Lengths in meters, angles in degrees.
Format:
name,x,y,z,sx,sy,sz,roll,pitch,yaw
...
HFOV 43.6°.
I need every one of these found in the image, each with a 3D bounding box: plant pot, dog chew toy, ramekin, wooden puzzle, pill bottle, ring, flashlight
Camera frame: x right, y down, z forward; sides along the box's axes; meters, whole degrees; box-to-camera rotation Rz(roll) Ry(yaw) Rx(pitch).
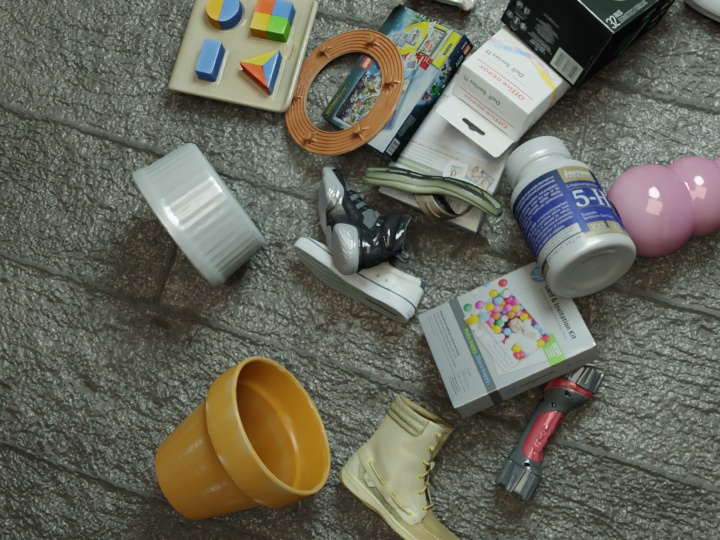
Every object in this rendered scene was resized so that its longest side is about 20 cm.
name,x,y,z,sx,sy,sz,roll,pitch,yaw
plant pot,-0.173,0.247,1.233,0.183,0.200,0.200,-31,79,22
dog chew toy,0.430,-0.095,1.188,0.200,0.125,0.125,-19,81,0
ramekin,-0.222,-0.082,1.265,0.098,0.200,0.201,-37,79,-4
wooden puzzle,-0.179,-0.342,1.344,0.200,0.046,0.186,12,78,12
pill bottle,0.267,-0.076,1.189,0.119,0.120,0.200,-24,56,7
ring,-0.028,-0.260,1.295,0.200,0.019,0.201,-12,65,28
flashlight,0.254,0.213,1.211,0.068,0.068,0.200,27,88,16

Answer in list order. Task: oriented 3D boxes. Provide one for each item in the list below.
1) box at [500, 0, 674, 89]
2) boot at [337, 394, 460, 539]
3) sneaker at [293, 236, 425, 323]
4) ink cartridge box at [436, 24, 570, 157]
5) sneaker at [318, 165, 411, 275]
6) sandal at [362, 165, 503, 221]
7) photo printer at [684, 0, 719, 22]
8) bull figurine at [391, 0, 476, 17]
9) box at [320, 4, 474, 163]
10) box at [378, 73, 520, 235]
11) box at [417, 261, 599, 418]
name,x,y,z,sx,sy,sz,roll,pitch,yaw
box,0.317,-0.369,1.193,0.200,0.124,0.149,-39,79,-24
boot,0.088,0.283,1.231,0.200,0.073,0.156,37,94,17
sneaker,0.000,0.000,1.286,0.200,0.073,0.071,31,68,10
ink cartridge box,0.208,-0.258,1.224,0.117,0.067,0.200,39,63,11
sneaker,0.007,-0.073,1.268,0.114,0.076,0.200,-3,46,-15
sandal,0.099,-0.100,1.233,0.201,0.080,0.057,14,104,18
photo printer,0.544,-0.427,1.223,0.166,0.069,0.200,21,89,11
bull figurine,0.086,-0.440,1.298,0.121,0.065,0.200,-17,68,-34
box,0.051,-0.270,1.286,0.137,0.038,0.200,36,92,36
box,0.136,-0.172,1.285,0.156,0.041,0.200,23,89,11
box,0.195,0.088,1.209,0.200,0.041,0.156,-24,53,6
